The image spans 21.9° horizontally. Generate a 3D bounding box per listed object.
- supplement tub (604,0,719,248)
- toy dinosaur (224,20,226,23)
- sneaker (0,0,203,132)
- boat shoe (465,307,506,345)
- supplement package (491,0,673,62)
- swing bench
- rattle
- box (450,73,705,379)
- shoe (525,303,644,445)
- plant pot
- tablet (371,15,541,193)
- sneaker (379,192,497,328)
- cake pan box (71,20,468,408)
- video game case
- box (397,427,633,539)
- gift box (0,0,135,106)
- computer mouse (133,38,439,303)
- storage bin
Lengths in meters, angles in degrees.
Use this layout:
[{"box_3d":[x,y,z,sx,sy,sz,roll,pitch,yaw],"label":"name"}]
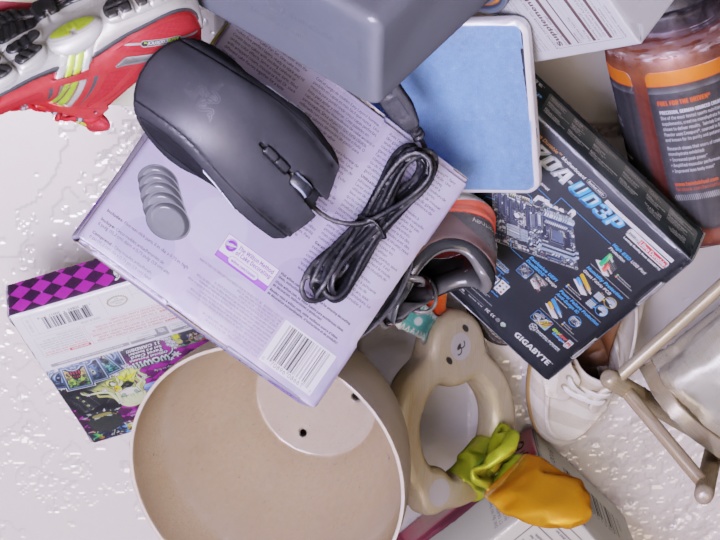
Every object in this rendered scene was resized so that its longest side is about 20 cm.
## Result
[{"box_3d":[0.234,-0.124,1.323,0.106,0.107,0.201,-16,117,3],"label":"supplement tub"},{"box_3d":[-0.036,-0.171,1.268,0.102,0.077,0.201,11,89,26],"label":"toy dinosaur"},{"box_3d":[-0.185,-0.113,1.122,0.199,0.077,0.085,-24,130,-4],"label":"sneaker"},{"box_3d":[0.107,-0.025,1.389,0.067,0.057,0.201,-3,116,-3],"label":"boat shoe"},{"box_3d":[0.152,-0.259,1.191,0.156,0.111,0.200,51,63,-24],"label":"supplement package"},{"box_3d":[0.317,0.070,1.398,0.199,0.200,0.130,-43,68,14],"label":"swing bench"},{"box_3d":[0.086,0.086,1.377,0.130,0.143,0.201,-7,101,-23],"label":"rattle"},{"box_3d":[0.118,-0.038,1.323,0.200,0.046,0.159,42,126,-5],"label":"box"},{"box_3d":[0.176,0.054,1.435,0.070,0.053,0.201,9,115,-11],"label":"shoe"},{"box_3d":[-0.050,0.119,1.337,0.199,0.135,0.201,5,113,13],"label":"plant pot"},{"box_3d":[0.019,-0.109,1.238,0.199,0.014,0.131,2,124,15],"label":"tablet"},{"box_3d":[0.000,0.000,1.271,0.199,0.082,0.077,-12,140,1],"label":"sneaker"},{"box_3d":[-0.054,-0.037,1.202,0.200,0.052,0.185,35,83,-11],"label":"cake pan box"},{"box_3d":[-0.137,0.045,1.377,0.199,0.036,0.182,-17,142,4],"label":"video game case"},{"box_3d":[0.110,0.248,1.495,0.200,0.109,0.128,-40,112,15],"label":"box"},{"box_3d":[-0.227,-0.211,1.206,0.186,0.200,0.185,1,115,-21],"label":"gift box"},{"box_3d":[-0.034,-0.084,1.139,0.141,0.046,0.200,-49,115,-11],"label":"computer mouse"},{"box_3d":[-0.016,-0.195,1.132,0.200,0.134,0.146,32,154,18],"label":"storage bin"}]
